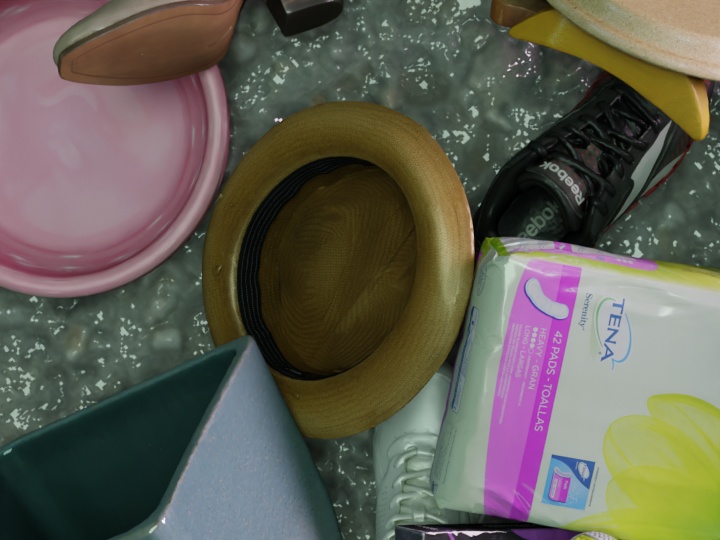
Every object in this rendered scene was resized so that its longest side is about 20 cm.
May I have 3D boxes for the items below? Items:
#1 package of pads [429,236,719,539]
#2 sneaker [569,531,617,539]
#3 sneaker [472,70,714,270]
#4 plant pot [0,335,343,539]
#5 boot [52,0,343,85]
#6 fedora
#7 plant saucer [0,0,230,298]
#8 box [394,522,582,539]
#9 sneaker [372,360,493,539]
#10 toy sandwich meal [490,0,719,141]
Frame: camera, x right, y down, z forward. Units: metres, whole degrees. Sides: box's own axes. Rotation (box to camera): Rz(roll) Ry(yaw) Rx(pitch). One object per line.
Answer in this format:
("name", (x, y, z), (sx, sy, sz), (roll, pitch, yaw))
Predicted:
("package of pads", (0.150, 0.068, 1.216), (0.200, 0.068, 0.155), (11, 99, -6))
("sneaker", (0.141, 0.242, 1.204), (0.105, 0.076, 0.200), (-38, 106, -13))
("sneaker", (0.134, -0.061, 1.272), (0.071, 0.098, 0.200), (42, 90, 8))
("plant pot", (-0.109, 0.193, 1.226), (0.196, 0.196, 0.200), (-24, 110, 23))
("boot", (-0.106, -0.193, 1.288), (0.200, 0.070, 0.146), (-14, 66, -25))
("fedora", (0.000, 0.000, 1.274), (0.200, 0.082, 0.201), (0, 90, 38))
("plant saucer", (-0.175, -0.083, 1.328), (0.200, 0.051, 0.201), (0, 87, 7))
("box", (0.109, 0.214, 1.240), (0.200, 0.036, 0.143), (2, 88, -28))
("sneaker", (0.041, 0.149, 1.269), (0.078, 0.099, 0.200), (-2, 87, 7))
("toy sandwich meal", (0.166, -0.144, 1.237), (0.205, 0.205, 0.070), (22, 125, 6))
